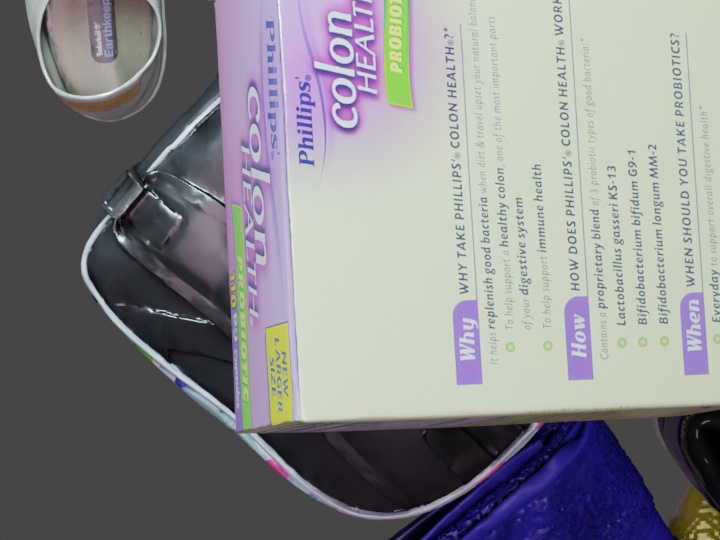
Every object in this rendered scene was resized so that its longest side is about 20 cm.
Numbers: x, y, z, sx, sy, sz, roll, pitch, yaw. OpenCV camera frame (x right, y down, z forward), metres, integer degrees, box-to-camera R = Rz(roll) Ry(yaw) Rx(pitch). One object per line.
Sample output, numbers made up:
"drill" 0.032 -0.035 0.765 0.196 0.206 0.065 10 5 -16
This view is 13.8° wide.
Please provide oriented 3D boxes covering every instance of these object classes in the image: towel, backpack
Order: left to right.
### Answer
"backpack" 0.000 0.000 1.282 0.200 0.151 0.178 43 100 -1
"towel" 0.093 0.169 1.332 0.148 0.050 0.200 -40 122 -7

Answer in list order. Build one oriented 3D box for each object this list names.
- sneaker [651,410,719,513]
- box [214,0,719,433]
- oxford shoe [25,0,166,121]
"sneaker" 0.214 0.123 1.345 0.200 0.088 0.076 37 100 -9
"box" 0.052 -0.028 1.171 0.199 0.097 0.177 -2 85 -18
"oxford shoe" -0.122 -0.161 1.292 0.075 0.058 0.201 -8 101 4
